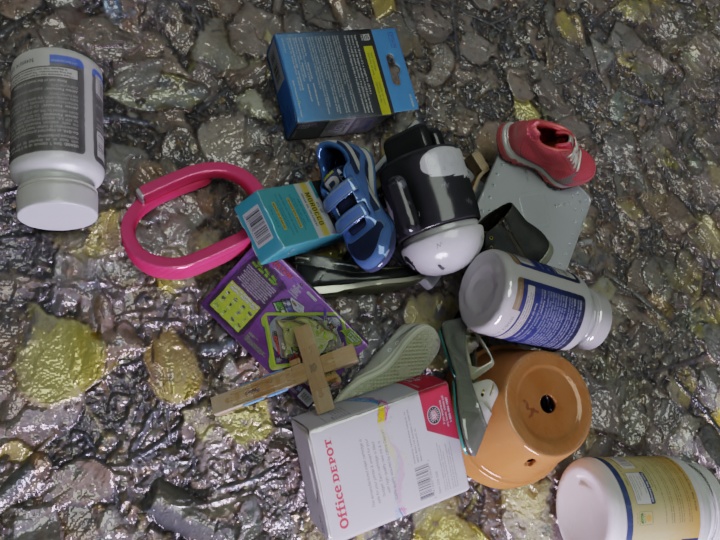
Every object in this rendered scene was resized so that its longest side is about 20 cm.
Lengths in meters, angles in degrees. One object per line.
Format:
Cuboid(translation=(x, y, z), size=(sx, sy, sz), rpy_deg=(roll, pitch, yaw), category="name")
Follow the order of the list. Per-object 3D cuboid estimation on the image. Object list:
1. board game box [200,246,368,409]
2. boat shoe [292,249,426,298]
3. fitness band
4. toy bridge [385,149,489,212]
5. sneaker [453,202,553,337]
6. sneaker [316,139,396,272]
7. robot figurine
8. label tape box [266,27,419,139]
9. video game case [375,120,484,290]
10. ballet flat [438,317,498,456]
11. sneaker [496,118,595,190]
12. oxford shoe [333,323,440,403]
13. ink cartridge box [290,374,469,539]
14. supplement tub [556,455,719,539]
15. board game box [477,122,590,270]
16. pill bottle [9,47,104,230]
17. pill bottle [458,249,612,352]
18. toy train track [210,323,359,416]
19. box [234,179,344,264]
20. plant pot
Cuboid(translation=(-0.099, 0.069, 1.023), size=(0.200, 0.032, 0.120), rpy_deg=(45, 96, -3), category="board game box")
Cuboid(translation=(0.000, 0.000, 1.085), size=(0.196, 0.072, 0.069), rpy_deg=(-2, 77, -19), category="boat shoe")
Cuboid(translation=(-0.216, -0.069, 1.021), size=(0.198, 0.038, 0.144), rpy_deg=(-27, 65, -22), category="fitness band")
Cuboid(translation=(0.122, -0.107, 1.163), size=(0.199, 0.027, 0.068), rpy_deg=(-34, 88, -26), category="toy bridge")
Cuboid(translation=(0.177, 0.003, 1.115), size=(0.106, 0.075, 0.201), rpy_deg=(42, 86, -24), category="sneaker")
Cuboid(translation=(-0.013, -0.088, 1.024), size=(0.082, 0.074, 0.203), rpy_deg=(23, 41, -48), category="sneaker")
Cuboid(translation=(0.095, -0.093, 1.067), size=(0.148, 0.125, 0.204), rpy_deg=(-13, 82, -20), category="robot figurine")
Cuboid(translation=(-0.028, -0.282, 1.168), size=(0.197, 0.063, 0.147), rpy_deg=(-10, 76, -23), category="label tape box")
Cuboid(translation=(0.093, -0.102, 1.180), size=(0.181, 0.023, 0.201), rpy_deg=(42, 65, -4), category="video game case")
Cuboid(translation=(0.145, 0.140, 1.005), size=(0.063, 0.068, 0.202), rpy_deg=(-18, 46, 12), category="ballet flat")
Cuboid(translation=(0.302, -0.178, 1.183), size=(0.197, 0.086, 0.075), rpy_deg=(15, 75, -31), category="sneaker")
Cuboid(translation=(0.027, 0.148, 1.061), size=(0.200, 0.058, 0.075), rpy_deg=(-45, 116, -12), category="oxford shoe")
Cuboid(translation=(0.025, 0.233, 0.989), size=(0.197, 0.085, 0.150), rpy_deg=(-14, 97, -20), category="ink cartridge box")
Cuboid(translation=(0.391, 0.334, 1.084), size=(0.196, 0.144, 0.147), rpy_deg=(3, 72, -19), category="supplement tub")
Cuboid(translation=(0.263, -0.091, 1.211), size=(0.199, 0.026, 0.202), rpy_deg=(38, 63, -23), category="board game box")
Cuboid(translation=(-0.379, -0.161, 0.972), size=(0.112, 0.114, 0.204), rpy_deg=(0, 73, -20), category="pill bottle")
Cuboid(translation=(0.240, 0.048, 1.048), size=(0.197, 0.111, 0.113), rpy_deg=(15, 68, -27), category="pill bottle")
Cuboid(translation=(-0.095, 0.143, 0.993), size=(0.197, 0.033, 0.116), rpy_deg=(-21, 67, 5), category="toy train track")
Cuboid(translation=(-0.074, -0.071, 1.040), size=(0.199, 0.049, 0.083), rpy_deg=(-20, 82, -55), category="box")
Cuboid(translation=(0.224, 0.193, 1.070), size=(0.196, 0.140, 0.204), rpy_deg=(6, 71, -19), category="plant pot")
